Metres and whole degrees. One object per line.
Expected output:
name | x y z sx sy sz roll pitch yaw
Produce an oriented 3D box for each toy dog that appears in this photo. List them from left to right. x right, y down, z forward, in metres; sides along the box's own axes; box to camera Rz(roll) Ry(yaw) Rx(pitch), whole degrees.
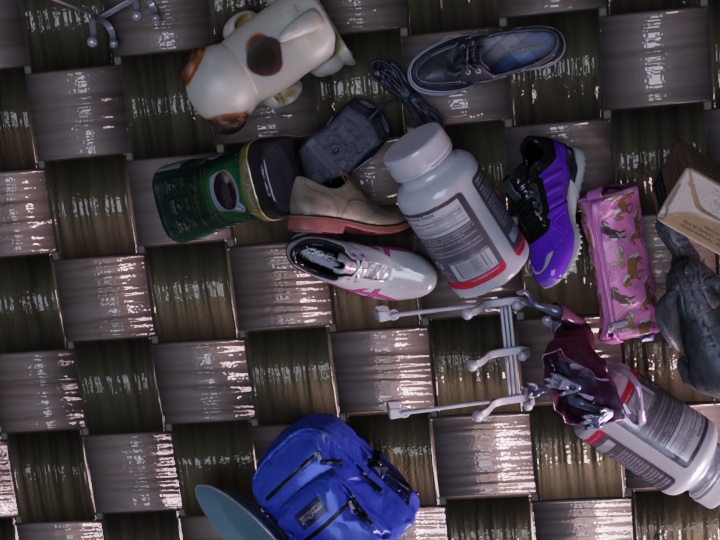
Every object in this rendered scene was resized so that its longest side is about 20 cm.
toy dog | -0.119 -0.250 1.636 0.199 0.194 0.140 -32 109 7

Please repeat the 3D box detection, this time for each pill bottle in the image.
pill bottle | 0.114 -0.076 1.648 0.110 0.111 0.201 -29 111 13
pill bottle | 0.381 0.214 1.703 0.199 0.111 0.111 33 105 0

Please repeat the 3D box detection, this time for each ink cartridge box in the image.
ink cartridge box | 0.451 -0.062 1.601 0.199 0.165 0.075 29 108 1

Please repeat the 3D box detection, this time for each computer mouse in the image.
computer mouse | 0.013 -0.154 1.710 0.140 0.046 0.200 42 94 2

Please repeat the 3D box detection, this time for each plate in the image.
plate | -0.143 0.352 1.796 0.200 0.200 0.026 47 65 -4

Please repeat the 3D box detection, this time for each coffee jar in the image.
coffee jar | -0.161 -0.103 1.694 0.199 0.085 0.105 -11 97 32

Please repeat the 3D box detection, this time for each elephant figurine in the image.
elephant figurine | 0.415 0.051 1.637 0.141 0.155 0.201 -39 110 -20

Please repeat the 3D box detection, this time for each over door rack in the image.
over door rack | -0.294 -0.341 1.632 0.147 0.200 0.067 -28 72 13
over door rack | 0.119 0.117 1.735 0.198 0.067 0.149 -5 101 9

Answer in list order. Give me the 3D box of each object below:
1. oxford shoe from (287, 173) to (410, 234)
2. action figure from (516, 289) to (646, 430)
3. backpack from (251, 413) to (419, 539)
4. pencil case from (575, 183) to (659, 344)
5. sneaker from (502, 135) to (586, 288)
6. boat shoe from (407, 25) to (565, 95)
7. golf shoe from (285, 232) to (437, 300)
oxford shoe | -0.006 -0.082 1.664 0.070 0.199 0.076 2 92 42
action figure | 0.267 0.097 1.649 0.147 0.200 0.135 -4 116 9
backpack | -0.039 0.291 1.757 0.162 0.168 0.200 -42 89 9
pencil case | 0.320 -0.011 1.672 0.082 0.087 0.202 -11 99 1
sneaker | 0.212 -0.077 1.625 0.099 0.202 0.069 24 147 -25
boat shoe | 0.153 -0.260 1.645 0.198 0.066 0.071 -8 91 7
golf shoe | 0.000 0.000 1.721 0.198 0.092 0.073 12 103 4
